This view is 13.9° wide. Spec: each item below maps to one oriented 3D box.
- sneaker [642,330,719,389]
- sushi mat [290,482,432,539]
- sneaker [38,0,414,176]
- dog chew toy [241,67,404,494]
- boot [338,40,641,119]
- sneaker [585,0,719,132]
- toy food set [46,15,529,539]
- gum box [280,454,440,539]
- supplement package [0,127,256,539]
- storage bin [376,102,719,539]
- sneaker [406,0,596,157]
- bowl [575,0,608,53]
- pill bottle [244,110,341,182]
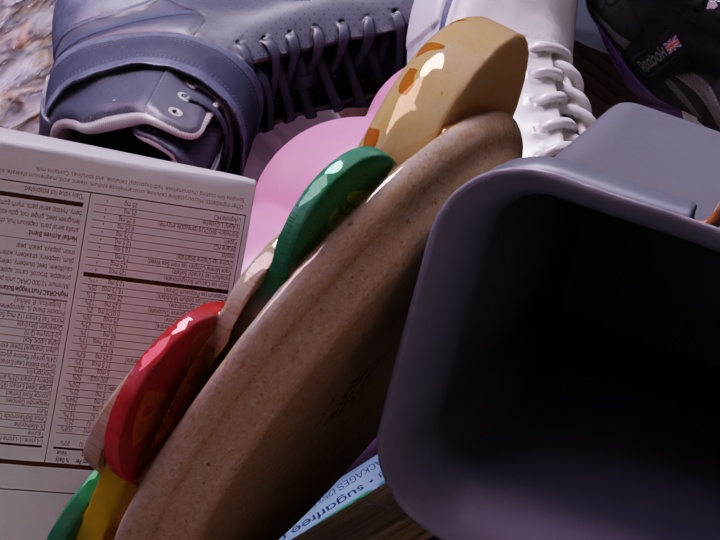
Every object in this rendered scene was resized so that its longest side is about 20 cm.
[{"bbox_3d":[0.125,0.007,1.066,0.082,0.078,0.200,-23,32,-4],"label":"sneaker"},{"bbox_3d":[-0.020,0.097,0.954,0.200,0.012,0.096,-29,5,-18],"label":"sushi mat"},{"bbox_3d":[-0.029,-0.067,1.180,0.202,0.077,0.146,2,37,2],"label":"sneaker"},{"bbox_3d":[0.000,0.000,1.120,0.200,0.125,0.124,-50,30,-15],"label":"dog chew toy"},{"bbox_3d":[0.046,-0.080,1.325,0.166,0.072,0.200,-37,27,23],"label":"boot"},{"bbox_3d":[0.130,-0.083,1.022,0.076,0.088,0.200,-43,20,-12],"label":"sneaker"},{"bbox_3d":[-0.018,0.022,0.920,0.198,0.049,0.200,-41,-15,-41],"label":"toy food set"},{"bbox_3d":[0.034,0.121,0.981,0.170,0.045,0.200,-32,27,-1],"label":"gum box"},{"bbox_3d":[-0.164,0.044,1.053,0.191,0.147,0.200,13,94,50],"label":"supplement package"},{"bbox_3d":[0.125,0.018,0.890,0.200,0.146,0.134,19,26,10],"label":"storage bin"},{"bbox_3d":[0.057,-0.043,1.046,0.071,0.073,0.200,0,78,44],"label":"sneaker"},{"bbox_3d":[0.132,-0.152,1.187,0.200,0.105,0.201,2,30,-1],"label":"bowl"},{"bbox_3d":[-0.094,0.001,1.251,0.113,0.113,0.200,1,40,48],"label":"pill bottle"}]
